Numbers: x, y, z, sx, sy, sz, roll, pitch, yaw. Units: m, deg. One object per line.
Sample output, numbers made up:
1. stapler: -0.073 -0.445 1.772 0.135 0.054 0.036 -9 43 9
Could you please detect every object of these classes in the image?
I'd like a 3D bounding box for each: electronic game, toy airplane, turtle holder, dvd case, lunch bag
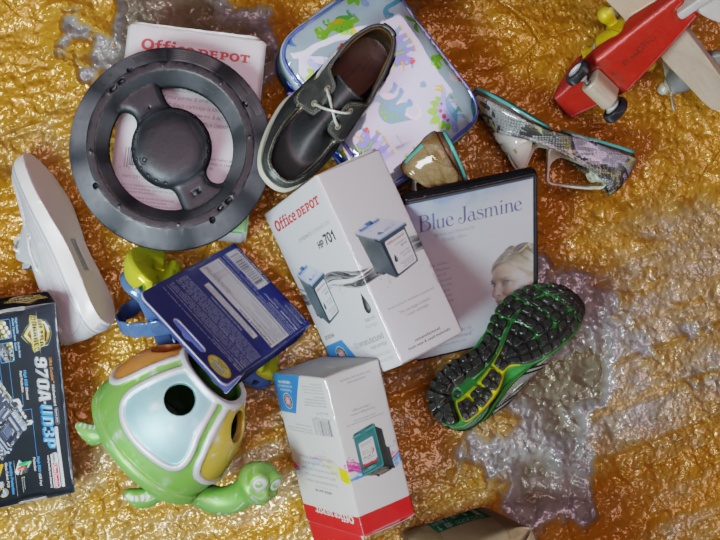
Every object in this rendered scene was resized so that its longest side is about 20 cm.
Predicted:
1. electronic game: -0.185 -0.119 1.225 0.197 0.042 0.203 1 83 -6
2. toy airplane: 0.307 -0.266 1.346 0.196 0.142 0.203 -1 118 4
3. turtle holder: -0.172 0.157 1.217 0.132 0.140 0.186 -44 61 20
4. dvd case: 0.117 -0.004 1.297 0.141 0.018 0.202 -12 124 -9
5. lunch bag: 0.013 -0.191 1.326 0.160 0.082 0.201 -38 91 -11

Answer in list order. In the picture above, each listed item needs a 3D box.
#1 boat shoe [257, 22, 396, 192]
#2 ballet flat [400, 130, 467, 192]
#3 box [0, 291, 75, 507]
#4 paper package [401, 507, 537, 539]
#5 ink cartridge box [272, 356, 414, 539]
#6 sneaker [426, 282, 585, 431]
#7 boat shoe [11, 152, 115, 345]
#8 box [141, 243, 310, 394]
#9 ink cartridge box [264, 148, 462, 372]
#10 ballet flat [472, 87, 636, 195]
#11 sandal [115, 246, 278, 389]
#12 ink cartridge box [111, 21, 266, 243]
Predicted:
1. boat shoe: -0.032 -0.163 1.226 0.072 0.068 0.201 40 69 -7
2. ballet flat: 0.098 -0.058 1.307 0.072 0.068 0.201 -29 132 8
3. box: -0.367 0.132 1.213 0.157 0.046 0.203 -9 106 -22
4. paper package: 0.123 0.343 1.232 0.102 0.200 0.193 -13 87 -8
5. ink cartridge box: -0.014 0.193 1.256 0.067 0.116 0.203 -17 97 -30
6. sneaker: 0.154 0.090 1.321 0.199 0.085 0.078 -39 67 -1
7. boat shoe: -0.317 -0.020 1.273 0.068 0.072 0.202 -28 86 11
8. box: -0.135 0.047 1.228 0.121 0.200 0.032 47 114 5
9. ink cartridge box: 0.000 0.000 1.266 0.085 0.146 0.202 -26 89 -28
10. ballet flat: 0.200 -0.132 1.357 0.198 0.072 0.073 22 82 -4
11. sandal: -0.173 0.060 1.289 0.199 0.080 0.087 37 116 -10
12. ink cartridge box: -0.178 -0.140 1.292 0.144 0.084 0.203 7 83 -6
